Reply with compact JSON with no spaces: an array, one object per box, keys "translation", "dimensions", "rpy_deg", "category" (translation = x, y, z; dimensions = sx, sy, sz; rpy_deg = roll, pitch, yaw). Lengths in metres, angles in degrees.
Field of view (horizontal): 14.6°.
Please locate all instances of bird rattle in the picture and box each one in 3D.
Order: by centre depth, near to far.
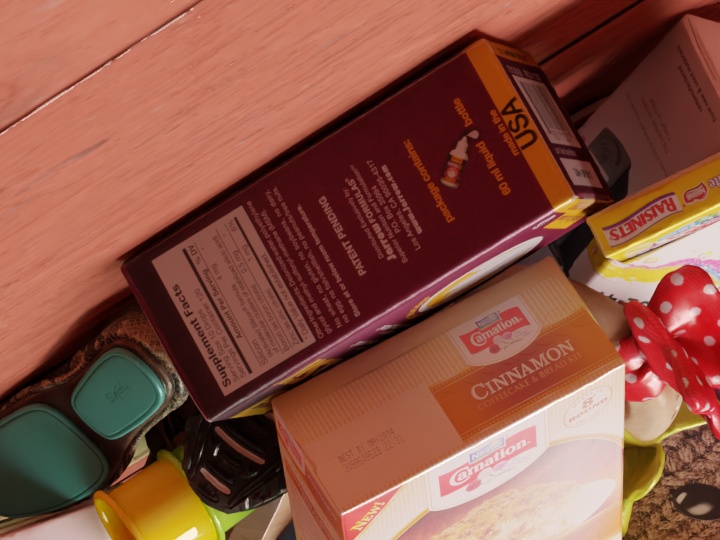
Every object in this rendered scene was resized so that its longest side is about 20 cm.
[{"translation":[0.120,0.054,1.449],"dimensions":[0.200,0.162,0.113],"rpy_deg":[83,32,-72],"category":"bird rattle"}]

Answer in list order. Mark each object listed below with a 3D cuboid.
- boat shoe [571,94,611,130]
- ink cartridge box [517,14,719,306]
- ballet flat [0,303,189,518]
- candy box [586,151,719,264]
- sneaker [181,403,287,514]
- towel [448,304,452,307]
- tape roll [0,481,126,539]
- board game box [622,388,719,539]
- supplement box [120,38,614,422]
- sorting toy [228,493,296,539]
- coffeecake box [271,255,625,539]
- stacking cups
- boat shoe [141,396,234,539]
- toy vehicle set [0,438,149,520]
[{"translation":[0.165,-0.072,1.631],"dimensions":[0.199,0.063,0.071],"rpy_deg":[-23,172,-36],"category":"boat shoe"},{"translation":[0.181,-0.034,1.554],"dimensions":[0.147,0.086,0.200],"rpy_deg":[9,134,-39],"category":"ink cartridge box"},{"translation":[-0.130,0.066,1.428],"dimensions":[0.200,0.068,0.075],"rpy_deg":[-39,-173,48],"category":"ballet flat"},{"translation":[0.164,-0.035,1.364],"dimensions":[0.102,0.027,0.200],"rpy_deg":[-24,176,7],"category":"candy box"},{"translation":[-0.013,0.039,1.402],"dimensions":[0.201,0.074,0.079],"rpy_deg":[-53,166,-7],"category":"sneaker"},{"translation":[0.006,0.093,1.703],"dimensions":[0.191,0.032,0.200],"rpy_deg":[-54,167,-21],"category":"towel"},{"translation":[-0.189,0.174,1.521],"dimensions":[0.201,0.071,0.202],"rpy_deg":[-18,-179,0],"category":"tape roll"},{"translation":[0.150,0.138,1.602],"dimensions":[0.200,0.159,0.097],"rpy_deg":[-39,149,-47],"category":"board game box"},{"translation":[0.005,-0.017,1.294],"dimensions":[0.199,0.086,0.110],"rpy_deg":[-32,172,13],"category":"supplement box"},{"translation":[0.008,0.133,1.581],"dimensions":[0.200,0.069,0.200],"rpy_deg":[-64,160,4],"category":"sorting toy"},{"translation":[0.047,0.104,1.364],"dimensions":[0.153,0.073,0.200],"rpy_deg":[-27,149,-12],"category":"coffeecake box"},{"translation":[-0.041,0.086,1.449],"dimensions":[0.199,0.061,0.061],"rpy_deg":[-34,174,-20],"category":"stacking cups"},{"translation":[-0.086,0.096,1.581],"dimensions":[0.067,0.072,0.201],"rpy_deg":[2,130,-25],"category":"boat shoe"},{"translation":[-0.172,0.108,1.649],"dimensions":[0.124,0.027,0.200],"rpy_deg":[-31,172,8],"category":"toy vehicle set"}]
